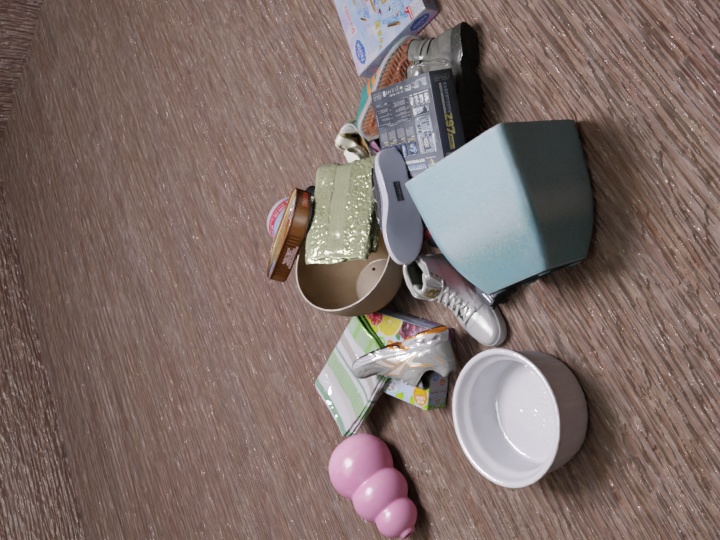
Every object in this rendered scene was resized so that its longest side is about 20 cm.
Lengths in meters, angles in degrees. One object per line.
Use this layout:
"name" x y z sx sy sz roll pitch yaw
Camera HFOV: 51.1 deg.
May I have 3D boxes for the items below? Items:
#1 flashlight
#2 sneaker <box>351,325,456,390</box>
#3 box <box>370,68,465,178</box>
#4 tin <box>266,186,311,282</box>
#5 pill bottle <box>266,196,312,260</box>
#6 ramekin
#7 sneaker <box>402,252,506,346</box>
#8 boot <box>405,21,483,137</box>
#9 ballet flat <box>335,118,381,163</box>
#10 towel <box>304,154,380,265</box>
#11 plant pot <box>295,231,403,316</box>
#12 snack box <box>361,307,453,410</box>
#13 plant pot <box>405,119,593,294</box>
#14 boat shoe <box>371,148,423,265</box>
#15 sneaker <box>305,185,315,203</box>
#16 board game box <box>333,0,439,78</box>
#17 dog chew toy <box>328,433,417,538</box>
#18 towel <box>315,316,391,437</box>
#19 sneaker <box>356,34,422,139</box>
"flashlight" 0.168 -0.023 1.233 0.201 0.068 0.068 53 166 27
"sneaker" 0.072 0.165 1.267 0.199 0.075 0.093 -24 84 35
"box" 0.094 -0.236 1.248 0.200 0.051 0.160 5 108 64
"tin" -0.133 -0.065 1.407 0.113 0.041 0.201 -95 23 -44
"pill bottle" -0.098 -0.064 1.520 0.200 0.108 0.110 39 120 42
"ramekin" 0.242 0.215 1.133 0.199 0.097 0.203 3 94 49
"sneaker" 0.144 0.050 1.233 0.200 0.115 0.074 53 126 33
"boot" 0.135 -0.307 1.268 0.130 0.067 0.203 -10 75 45
"ballet flat" -0.005 -0.228 1.421 0.201 0.071 0.070 57 135 40
"towel" -0.028 -0.106 1.326 0.147 0.036 0.202 -6 65 31
"plant pot" 0.000 0.000 1.366 0.198 0.134 0.202 -14 61 27
"snack box" 0.074 0.154 1.365 0.199 0.053 0.144 14 103 49
"plant pot" 0.221 -0.081 1.088 0.196 0.195 0.202 -28 78 46
"boat shoe" 0.052 -0.101 1.261 0.066 0.069 0.202 137 122 -66
"sneaker" -0.033 -0.145 1.490 0.199 0.075 0.088 32 90 49
"board game box" 0.040 -0.500 1.398 0.199 0.041 0.202 -34 66 45
"dog chew toy" 0.030 0.400 1.380 0.200 0.124 0.125 49 126 27
"towel" -0.016 0.197 1.413 0.150 0.030 0.201 53 130 34
"sneaker" 0.044 -0.342 1.373 0.201 0.071 0.080 -59 28 17
